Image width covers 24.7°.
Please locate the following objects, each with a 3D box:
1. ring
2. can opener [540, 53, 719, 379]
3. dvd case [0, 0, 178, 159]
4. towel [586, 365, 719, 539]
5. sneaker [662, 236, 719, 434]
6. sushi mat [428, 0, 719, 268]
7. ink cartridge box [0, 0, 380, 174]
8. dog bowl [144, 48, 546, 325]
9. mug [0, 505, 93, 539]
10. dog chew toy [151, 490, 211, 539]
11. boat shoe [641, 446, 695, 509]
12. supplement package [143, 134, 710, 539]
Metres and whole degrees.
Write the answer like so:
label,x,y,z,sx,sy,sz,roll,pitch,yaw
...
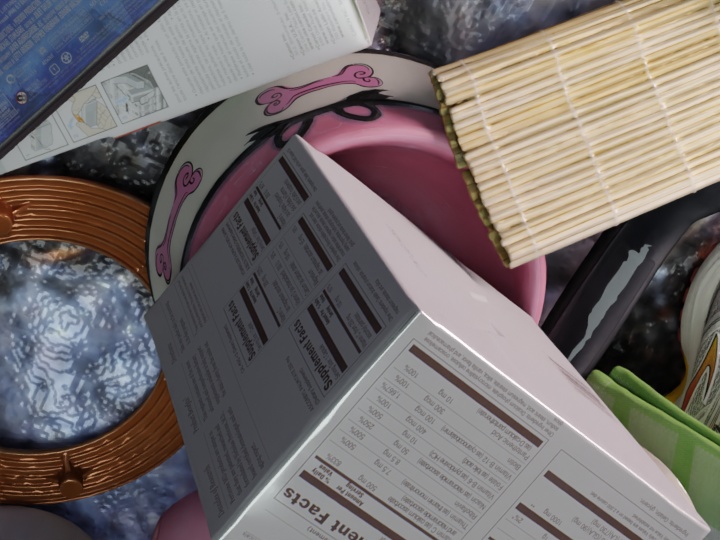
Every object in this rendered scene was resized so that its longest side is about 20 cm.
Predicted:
label,x,y,z,sx,sy,sz,roll,pitch,yaw
ring,-0.162,0.043,0.826,0.200,0.019,0.201,-5,123,-8
can opener,0.129,-0.009,0.812,0.079,0.063,0.200,30,108,7
dvd case,-0.180,-0.161,0.715,0.143,0.018,0.200,-39,89,16
towel,0.159,0.161,0.808,0.031,0.149,0.200,-20,128,-37
sneaker,0.200,0.062,0.830,0.078,0.082,0.200,13,104,-17
sushi mat,0.134,-0.080,0.751,0.200,0.012,0.096,-22,89,-15
ink cartridge box,-0.103,-0.125,0.753,0.200,0.050,0.109,-18,114,16
dog bowl,0.000,0.000,0.786,0.200,0.074,0.201,-5,113,-12
mug,-0.180,0.214,0.849,0.149,0.153,0.187,-18,114,5
dog chew toy,-0.014,0.182,0.832,0.200,0.125,0.125,17,112,-8
boat shoe,0.081,0.120,0.797,0.063,0.200,0.073,-36,105,-27
supplement package,0.016,0.058,0.662,0.156,0.200,0.111,37,99,-24
